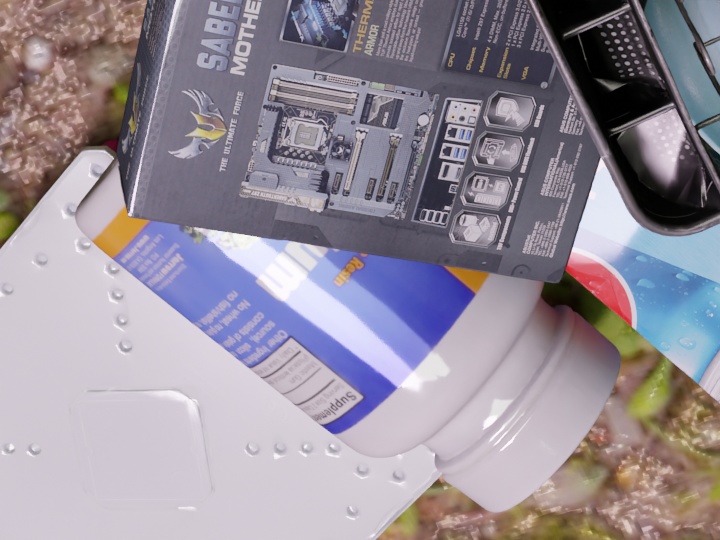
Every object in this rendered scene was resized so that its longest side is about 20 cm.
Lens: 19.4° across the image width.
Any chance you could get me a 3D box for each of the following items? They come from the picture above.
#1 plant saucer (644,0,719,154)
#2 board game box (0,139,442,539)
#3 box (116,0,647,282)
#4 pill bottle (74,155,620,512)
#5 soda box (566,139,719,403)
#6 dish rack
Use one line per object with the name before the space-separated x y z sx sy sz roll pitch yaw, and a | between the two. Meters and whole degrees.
plant saucer | 0.193 -0.105 0.718 0.199 0.027 0.201 7 126 9
board game box | -0.091 0.071 0.909 0.200 0.026 0.200 39 116 -8
box | 0.015 -0.103 0.693 0.157 0.051 0.201 8 113 -16
pill bottle | 0.000 0.000 0.808 0.200 0.112 0.112 38 116 -8
soda box | 0.112 -0.025 0.802 0.200 0.064 0.068 40 116 -8
dish rack | 0.146 -0.118 0.647 0.199 0.055 0.154 -25 118 9
